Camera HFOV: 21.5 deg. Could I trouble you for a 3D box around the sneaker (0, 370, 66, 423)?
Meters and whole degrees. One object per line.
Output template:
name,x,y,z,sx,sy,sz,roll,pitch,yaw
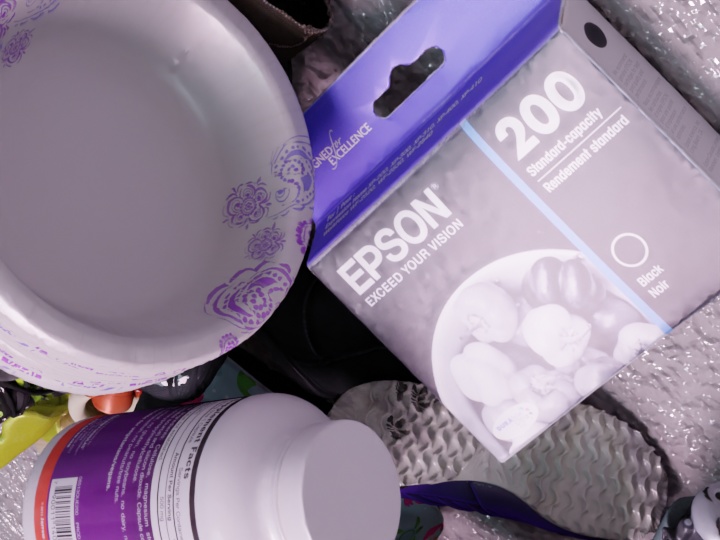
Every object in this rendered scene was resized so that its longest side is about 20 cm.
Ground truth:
sneaker,-0.196,0.060,1.095,0.198,0.083,0.071,-16,122,14

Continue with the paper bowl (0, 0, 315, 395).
paper bowl,-0.128,-0.042,0.902,0.201,0.201,0.104,49,146,-12

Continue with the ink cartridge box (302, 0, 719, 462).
ink cartridge box,0.068,-0.033,0.914,0.200,0.043,0.198,45,125,-4

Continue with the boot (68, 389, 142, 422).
boot,-0.140,0.028,1.160,0.074,0.108,0.200,5,153,-17

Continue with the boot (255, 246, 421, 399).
boot,0.001,0.000,1.041,0.165,0.066,0.199,45,151,-24

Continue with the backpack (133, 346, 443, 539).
backpack,-0.052,0.144,1.176,0.199,0.152,0.178,27,166,5

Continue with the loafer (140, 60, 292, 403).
loafer,-0.080,-0.029,1.009,0.067,0.203,0.070,14,176,9

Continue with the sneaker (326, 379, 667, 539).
sneaker,0.073,0.105,1.072,0.198,0.070,0.100,15,168,-6

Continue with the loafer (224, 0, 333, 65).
loafer,-0.074,-0.185,0.921,0.071,0.073,0.200,-6,133,42

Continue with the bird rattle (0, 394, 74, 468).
bird rattle,-0.171,0.130,1.354,0.198,0.113,0.163,21,154,6

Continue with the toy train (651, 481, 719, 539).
toy train,0.193,0.173,0.999,0.113,0.086,0.201,-4,144,-14

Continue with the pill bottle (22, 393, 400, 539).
pill bottle,-0.078,0.125,0.998,0.199,0.113,0.113,-10,122,40
